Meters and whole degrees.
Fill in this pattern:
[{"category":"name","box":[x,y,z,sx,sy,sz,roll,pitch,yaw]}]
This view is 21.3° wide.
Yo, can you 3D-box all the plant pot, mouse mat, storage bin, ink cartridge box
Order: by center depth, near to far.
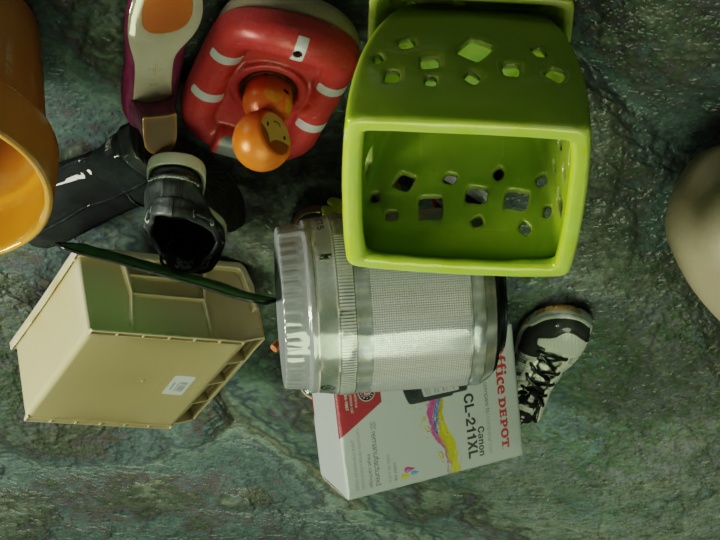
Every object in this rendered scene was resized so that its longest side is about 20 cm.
[{"category":"plant pot","box":[0.087,-0.127,1.596,0.198,0.183,0.200,2,145,1]},{"category":"plant pot","box":[-0.345,-0.142,1.612,0.198,0.185,0.201,3,144,2]},{"category":"plant pot","box":[0.353,-0.042,1.712,0.134,0.201,0.201,27,157,33]},{"category":"mouse mat","box":[-0.176,0.003,1.762,0.198,0.008,0.161,17,-179,3]},{"category":"ink cartridge box","box":[0.056,0.129,1.923,0.198,0.083,0.147,-12,106,-19]},{"category":"storage bin","box":[-0.227,0.073,1.944,0.197,0.095,0.200,5,147,-30]}]

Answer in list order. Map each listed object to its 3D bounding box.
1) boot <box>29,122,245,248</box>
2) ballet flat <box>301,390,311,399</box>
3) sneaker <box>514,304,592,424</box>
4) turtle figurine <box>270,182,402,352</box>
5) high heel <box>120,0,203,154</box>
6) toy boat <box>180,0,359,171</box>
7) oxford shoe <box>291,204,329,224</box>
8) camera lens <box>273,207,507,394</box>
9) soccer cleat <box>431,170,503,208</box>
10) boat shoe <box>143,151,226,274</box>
[{"category":"boot","box":[-0.232,-0.059,1.816,0.199,0.066,0.164,-25,135,33]},{"category":"ballet flat","box":[0.034,0.110,2.034,0.198,0.070,0.070,-8,143,14]},{"category":"sneaker","box":[0.185,0.115,2.000,0.075,0.088,0.200,17,141,-15]},{"category":"turtle figurine","box":[0.000,0.000,1.823,0.199,0.064,0.162,-23,133,-20]},{"category":"high heel","box":[-0.176,-0.206,1.640,0.067,0.096,0.202,-9,127,-14]},{"category":"toy boat","box":[-0.079,-0.143,1.631,0.129,0.132,0.200,14,143,-15]},{"category":"oxford shoe","box":[-0.036,0.012,1.889,0.070,0.074,0.201,2,144,3]},{"category":"camera lens","box":[0.026,0.027,1.707,0.198,0.161,0.161,-4,145,-5]},{"category":"soccer cleat","box":[0.108,-0.062,1.783,0.084,0.069,0.201,-7,138,22]},{"category":"boat shoe","box":[-0.159,-0.032,1.724,0.074,0.067,0.200,3,154,-2]}]
